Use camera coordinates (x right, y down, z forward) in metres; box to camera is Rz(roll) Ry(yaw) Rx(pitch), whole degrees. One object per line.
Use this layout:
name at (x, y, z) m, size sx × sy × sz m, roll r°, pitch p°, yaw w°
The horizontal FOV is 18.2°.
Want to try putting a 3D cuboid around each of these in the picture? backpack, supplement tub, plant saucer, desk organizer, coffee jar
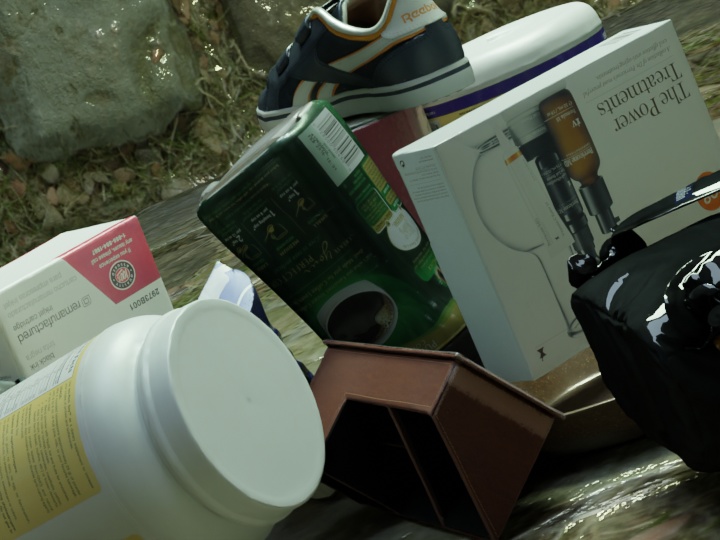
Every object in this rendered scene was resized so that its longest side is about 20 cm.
backpack at (0.221, 0.016, 1.104) m, size 0.199 × 0.127 × 0.167 m, roll -24°, pitch 21°, yaw -8°
supplement tub at (0.133, -0.070, 1.572) m, size 0.145 × 0.201 × 0.145 m, roll -23°, pitch 10°, yaw 4°
supplement tub at (-0.134, 0.113, 1.251) m, size 0.200 × 0.146 × 0.145 m, roll -30°, pitch 5°, yaw 30°
plant saucer at (0.157, 0.059, 1.296) m, size 0.200 × 0.037 × 0.200 m, roll -23°, pitch 9°, yaw 4°
desk organizer at (0.027, 0.091, 1.246) m, size 0.077 × 0.072 × 0.200 m, roll -63°, pitch 19°, yaw -9°
coffee jar at (0.000, 0.000, 1.383) m, size 0.104 × 0.200 × 0.085 m, roll -36°, pitch 9°, yaw 30°

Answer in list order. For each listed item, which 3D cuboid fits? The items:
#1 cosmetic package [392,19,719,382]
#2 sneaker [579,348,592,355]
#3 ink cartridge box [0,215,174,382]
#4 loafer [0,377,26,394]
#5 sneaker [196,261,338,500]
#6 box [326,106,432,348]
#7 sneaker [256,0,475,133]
cosmetic package at (0.133, -0.043, 1.352) m, size 0.200 × 0.151 × 0.052 m, roll -30°, pitch 13°, yaw -30°
sneaker at (0.174, -0.022, 1.460) m, size 0.200 × 0.115 × 0.075 m, roll -31°, pitch 11°, yaw -36°
ink cartridge box at (-0.182, 0.086, 1.483) m, size 0.084 × 0.201 × 0.145 m, roll -11°, pitch 15°, yaw 42°
loafer at (-0.252, 0.145, 1.410) m, size 0.063 × 0.200 × 0.072 m, roll 8°, pitch 34°, yaw -24°
sneaker at (-0.048, 0.077, 1.384) m, size 0.115 × 0.200 × 0.081 m, roll 18°, pitch 60°, yaw 12°
box at (0.020, -0.007, 1.494) m, size 0.109 × 0.201 × 0.128 m, roll -22°, pitch 10°, yaw 8°
sneaker at (-0.006, -0.140, 1.449) m, size 0.078 × 0.080 × 0.200 m, roll -29°, pitch 13°, yaw -36°
